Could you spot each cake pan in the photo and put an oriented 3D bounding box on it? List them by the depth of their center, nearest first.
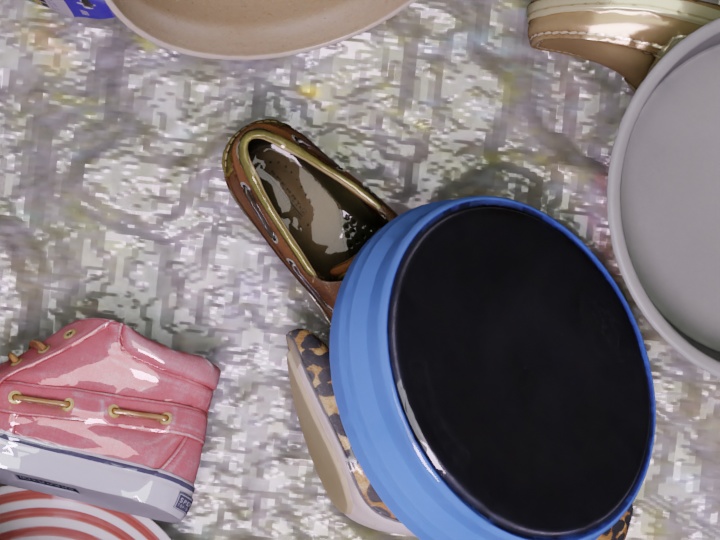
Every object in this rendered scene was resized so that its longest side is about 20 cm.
[{"bbox_3d":[0.220,-0.037,0.954,0.200,0.037,0.201,0,90,-9],"label":"cake pan"}]

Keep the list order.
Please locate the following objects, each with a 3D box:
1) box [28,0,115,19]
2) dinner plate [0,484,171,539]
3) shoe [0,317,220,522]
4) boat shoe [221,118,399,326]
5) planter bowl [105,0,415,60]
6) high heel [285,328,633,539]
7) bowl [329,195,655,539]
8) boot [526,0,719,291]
[{"bbox_3d":[-0.221,-0.186,0.966,0.200,0.119,0.042,18,87,-2],"label":"box"},{"bbox_3d":[-0.177,0.211,0.980,0.200,0.024,0.200,-2,64,5],"label":"dinner plate"},{"bbox_3d":[-0.178,0.068,0.992,0.200,0.071,0.091,14,72,4],"label":"shoe"},{"bbox_3d":[0.000,0.000,0.995,0.200,0.068,0.072,41,86,-2],"label":"boat shoe"},{"bbox_3d":[-0.050,-0.223,0.952,0.200,0.200,0.135,-14,62,-2],"label":"planter bowl"},{"bbox_3d":[0.053,0.098,1.005,0.142,0.071,0.200,-28,86,-15],"label":"high heel"},{"bbox_3d":[0.075,0.055,0.953,0.200,0.039,0.201,16,63,-33],"label":"bowl"},{"bbox_3d":[0.177,-0.065,1.003,0.200,0.073,0.156,12,89,-8],"label":"boot"}]
